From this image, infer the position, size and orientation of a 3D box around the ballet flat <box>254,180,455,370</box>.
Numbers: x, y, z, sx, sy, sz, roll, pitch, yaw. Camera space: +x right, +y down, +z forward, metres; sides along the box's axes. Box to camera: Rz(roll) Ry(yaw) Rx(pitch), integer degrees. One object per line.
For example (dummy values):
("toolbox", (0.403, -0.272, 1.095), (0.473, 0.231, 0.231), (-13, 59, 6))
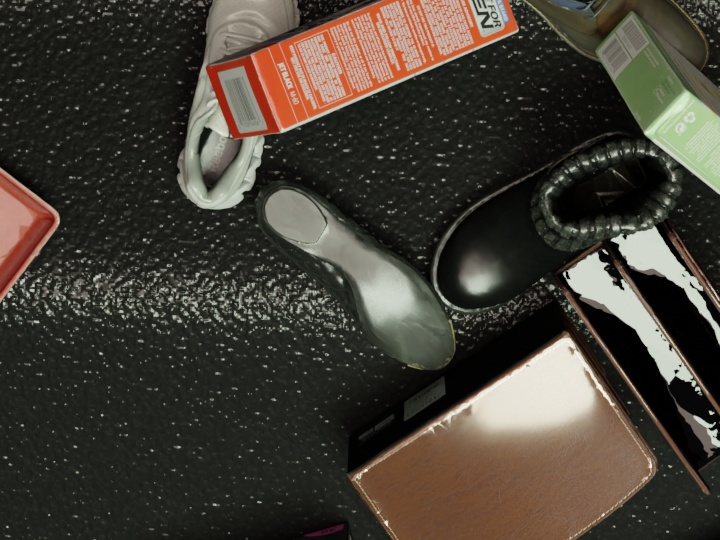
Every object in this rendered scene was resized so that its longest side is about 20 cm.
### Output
("ballet flat", (0.000, 0.000, 1.464), (0.200, 0.057, 0.066), (44, 95, -8))

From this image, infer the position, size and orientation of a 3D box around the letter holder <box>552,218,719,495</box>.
("letter holder", (0.246, 0.067, 1.424), (0.100, 0.142, 0.200), (-35, 98, 7))

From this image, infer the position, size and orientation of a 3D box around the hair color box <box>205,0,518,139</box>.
("hair color box", (0.000, -0.161, 1.368), (0.200, 0.111, 0.064), (-24, 99, -20))

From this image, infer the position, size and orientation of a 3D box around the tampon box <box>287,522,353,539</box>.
("tampon box", (-0.052, 0.327, 1.488), (0.149, 0.126, 0.201), (-16, 99, 4))

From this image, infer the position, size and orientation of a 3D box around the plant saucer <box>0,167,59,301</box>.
("plant saucer", (-0.367, -0.028, 1.475), (0.200, 0.037, 0.200), (38, 99, -5))

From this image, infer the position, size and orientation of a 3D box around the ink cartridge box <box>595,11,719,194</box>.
("ink cartridge box", (0.265, -0.088, 1.364), (0.200, 0.146, 0.048), (35, 109, -25))

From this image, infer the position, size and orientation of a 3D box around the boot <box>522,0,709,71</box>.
("boot", (0.175, -0.197, 1.399), (0.200, 0.097, 0.075), (29, 100, -4))

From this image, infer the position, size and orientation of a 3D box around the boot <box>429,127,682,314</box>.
("boot", (0.139, -0.034, 1.399), (0.211, 0.158, 0.079), (-39, 97, 8))

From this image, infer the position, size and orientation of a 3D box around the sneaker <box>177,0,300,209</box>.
("sneaker", (-0.093, -0.140, 1.426), (0.075, 0.081, 0.201), (12, 99, 1))

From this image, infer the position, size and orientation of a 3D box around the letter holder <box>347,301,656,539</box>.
("letter holder", (0.111, 0.145, 1.458), (0.200, 0.101, 0.142), (-34, 100, 7))
